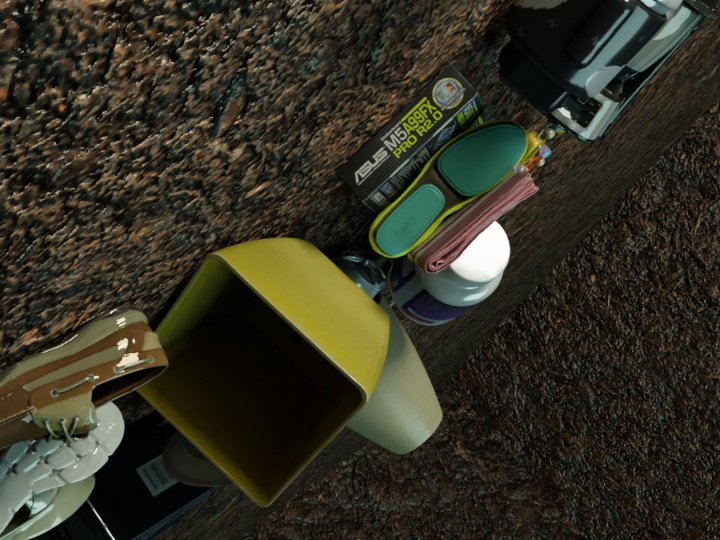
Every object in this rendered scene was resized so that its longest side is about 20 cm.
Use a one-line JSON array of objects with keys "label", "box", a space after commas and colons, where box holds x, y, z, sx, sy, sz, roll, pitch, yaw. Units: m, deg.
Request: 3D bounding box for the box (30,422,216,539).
[{"label": "box", "box": [-0.292, 0.290, 1.195, 0.182, 0.104, 0.200, -44, 168, 37]}]

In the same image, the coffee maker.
[{"label": "coffee maker", "box": [0.295, -0.259, 1.087, 0.200, 0.135, 0.192, -49, 166, 33]}]

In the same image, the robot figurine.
[{"label": "robot figurine", "box": [0.218, -0.250, 0.921, 0.125, 0.151, 0.200, 8, 133, -45]}]

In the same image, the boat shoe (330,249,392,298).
[{"label": "boat shoe", "box": [0.001, 0.001, 1.229, 0.065, 0.074, 0.202, -49, 170, 6]}]

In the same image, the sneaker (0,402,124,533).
[{"label": "sneaker", "box": [-0.325, 0.187, 0.925, 0.200, 0.077, 0.082, -34, -168, -29]}]

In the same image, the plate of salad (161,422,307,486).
[{"label": "plate of salad", "box": [-0.129, 0.197, 1.106, 0.199, 0.048, 0.200, -12, -158, 5]}]

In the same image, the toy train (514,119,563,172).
[{"label": "toy train", "box": [0.261, -0.202, 1.365, 0.200, 0.056, 0.150, -47, 168, 34]}]

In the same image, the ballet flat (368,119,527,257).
[{"label": "ballet flat", "box": [0.088, -0.091, 1.019, 0.200, 0.067, 0.067, -40, -171, 6]}]

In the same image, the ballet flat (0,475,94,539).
[{"label": "ballet flat", "box": [-0.367, 0.253, 0.994, 0.200, 0.070, 0.070, -33, 165, -32]}]

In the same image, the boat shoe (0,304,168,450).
[{"label": "boat shoe", "box": [-0.251, 0.107, 0.812, 0.200, 0.074, 0.076, -36, 166, -26]}]

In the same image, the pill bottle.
[{"label": "pill bottle", "box": [0.110, -0.003, 1.179, 0.111, 0.112, 0.200, -37, 177, -18]}]

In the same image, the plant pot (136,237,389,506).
[{"label": "plant pot", "box": [-0.082, 0.081, 0.996, 0.200, 0.200, 0.176, -50, 176, 32]}]

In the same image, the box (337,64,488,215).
[{"label": "box", "box": [0.067, -0.127, 1.051, 0.160, 0.044, 0.200, -44, 167, 6]}]

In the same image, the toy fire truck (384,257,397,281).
[{"label": "toy fire truck", "box": [0.102, -0.024, 1.390, 0.167, 0.113, 0.200, -26, 171, 17]}]

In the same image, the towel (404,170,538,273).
[{"label": "towel", "box": [0.105, -0.059, 1.053, 0.144, 0.023, 0.200, -39, -167, -1]}]

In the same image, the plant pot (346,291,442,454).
[{"label": "plant pot", "box": [0.023, 0.167, 1.412, 0.187, 0.200, 0.187, -39, -168, 10]}]

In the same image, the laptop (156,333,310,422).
[{"label": "laptop", "box": [-0.133, 0.135, 1.190, 0.177, 0.103, 0.200, -29, 162, -42]}]
